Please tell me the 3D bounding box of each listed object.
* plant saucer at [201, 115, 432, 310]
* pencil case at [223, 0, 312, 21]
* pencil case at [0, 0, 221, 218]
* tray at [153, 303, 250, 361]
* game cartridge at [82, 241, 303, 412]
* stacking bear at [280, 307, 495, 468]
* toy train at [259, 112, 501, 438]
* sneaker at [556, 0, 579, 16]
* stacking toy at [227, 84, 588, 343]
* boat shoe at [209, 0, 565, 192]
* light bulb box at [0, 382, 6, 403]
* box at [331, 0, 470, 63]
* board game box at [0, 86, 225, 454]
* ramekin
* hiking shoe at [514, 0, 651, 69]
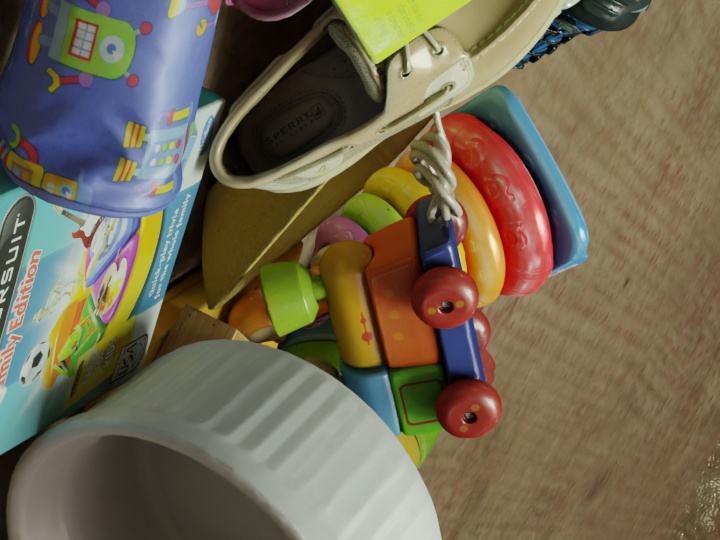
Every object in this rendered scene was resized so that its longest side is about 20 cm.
[{"bbox_3d":[0.004,-0.089,1.354,0.200,0.048,0.200,-46,177,40],"label":"plant saucer"},{"bbox_3d":[-0.005,-0.171,1.234,0.200,0.083,0.087,-27,126,-62],"label":"pencil case"},{"bbox_3d":[-0.095,-0.122,1.026,0.078,0.087,0.201,-85,-172,-69],"label":"pencil case"},{"bbox_3d":[-0.110,0.124,1.348,0.200,0.037,0.099,-61,161,-8],"label":"tray"},{"bbox_3d":[-0.105,0.089,1.422,0.176,0.032,0.201,-35,145,-56],"label":"game cartridge"},{"bbox_3d":[-0.008,0.096,1.506,0.122,0.113,0.200,82,27,-49],"label":"stacking bear"},{"bbox_3d":[0.000,0.000,1.319,0.085,0.115,0.201,-95,173,-56],"label":"toy train"},{"bbox_3d":[0.085,-0.191,1.261,0.200,0.077,0.082,-57,130,-34],"label":"sneaker"},{"bbox_3d":[0.015,-0.008,1.410,0.200,0.110,0.116,-28,180,-24],"label":"stacking toy"},{"bbox_3d":[0.015,-0.100,1.183,0.200,0.072,0.065,-35,176,19],"label":"boat shoe"},{"bbox_3d":[-0.246,0.097,0.866,0.201,0.125,0.198,-65,162,4],"label":"light bulb box"},{"bbox_3d":[0.067,-0.174,1.090,0.200,0.048,0.122,-34,162,3],"label":"box"},{"bbox_3d":[-0.145,0.003,1.146,0.200,0.047,0.151,-32,145,-59],"label":"board game box"},{"bbox_3d":[-0.058,0.129,1.215,0.098,0.200,0.201,-44,155,-43],"label":"ramekin"},{"bbox_3d":[0.104,-0.145,1.472,0.087,0.074,0.200,-60,-164,4],"label":"hiking shoe"}]
